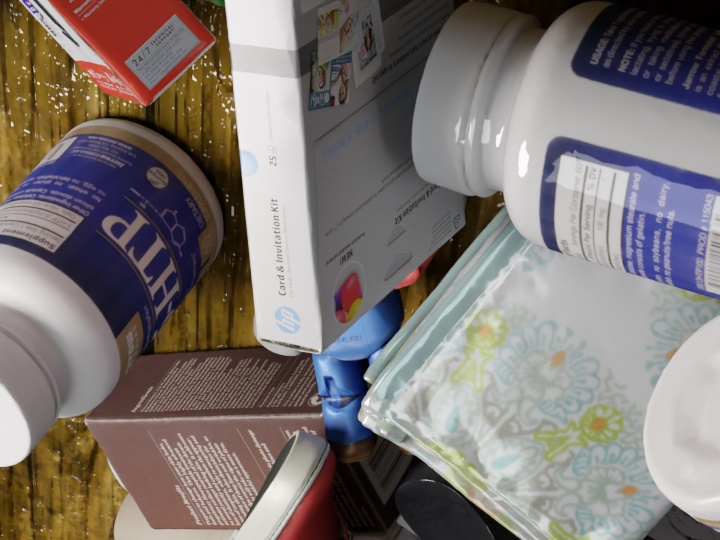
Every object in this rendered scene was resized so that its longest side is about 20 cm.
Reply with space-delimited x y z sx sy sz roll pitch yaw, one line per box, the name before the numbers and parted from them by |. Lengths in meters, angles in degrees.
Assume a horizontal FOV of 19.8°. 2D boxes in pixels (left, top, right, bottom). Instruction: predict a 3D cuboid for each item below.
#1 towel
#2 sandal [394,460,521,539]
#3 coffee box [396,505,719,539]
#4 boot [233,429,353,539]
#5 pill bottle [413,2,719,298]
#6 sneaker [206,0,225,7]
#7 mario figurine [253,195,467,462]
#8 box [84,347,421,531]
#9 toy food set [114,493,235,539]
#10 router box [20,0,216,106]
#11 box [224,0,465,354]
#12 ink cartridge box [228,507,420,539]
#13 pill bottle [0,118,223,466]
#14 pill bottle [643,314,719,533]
towel | 0.117 0.051 1.099 0.171 0.048 0.200 37 108 -6
sandal | 0.091 0.193 1.185 0.200 0.043 0.076 44 140 -9
coffee box | 0.137 0.150 1.208 0.200 0.080 0.113 33 138 3
boot | -0.003 0.178 1.211 0.144 0.073 0.200 28 147 8
pill bottle | 0.133 -0.060 0.973 0.199 0.120 0.120 18 136 20
sneaker | -0.070 -0.171 1.068 0.200 0.074 0.084 36 163 -3
mario figurine | 0.000 0.000 1.163 0.106 0.123 0.201 -139 31 -63
box | -0.066 0.108 1.313 0.199 0.075 0.100 -5 126 35
toy food set | -0.078 0.239 1.465 0.143 0.060 0.200 2 128 48
router box | -0.164 -0.168 1.055 0.180 0.049 0.200 47 176 -13
box | -0.003 -0.085 0.995 0.041 0.156 0.201 9 120 28
ink cartridge box | 0.021 0.229 1.357 0.144 0.084 0.200 -9 123 38
pill bottle | -0.175 0.014 1.200 0.119 0.200 0.120 19 137 18
pill bottle | 0.245 0.106 1.039 0.200 0.111 0.111 32 145 -33
